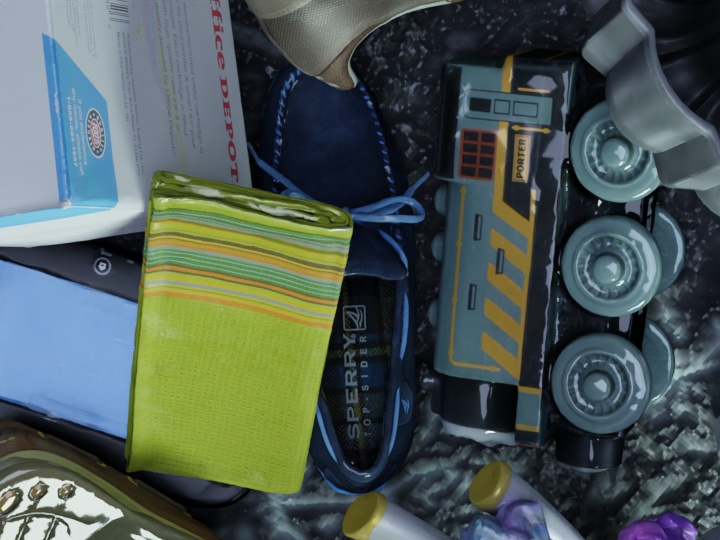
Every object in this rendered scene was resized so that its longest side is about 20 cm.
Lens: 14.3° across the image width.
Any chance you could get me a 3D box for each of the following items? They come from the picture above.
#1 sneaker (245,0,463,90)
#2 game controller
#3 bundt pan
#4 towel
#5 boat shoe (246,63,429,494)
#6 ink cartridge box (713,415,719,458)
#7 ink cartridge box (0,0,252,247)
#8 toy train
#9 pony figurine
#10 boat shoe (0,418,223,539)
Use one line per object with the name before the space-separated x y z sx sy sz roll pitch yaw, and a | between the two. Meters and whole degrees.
sneaker | 0.037 -0.164 1.287 0.200 0.070 0.076 -38 124 -3
game controller | -0.133 0.038 1.343 0.199 0.042 0.105 17 100 2
bundt pan | 0.176 -0.105 1.237 0.201 0.076 0.203 10 68 -27
towel | -0.057 0.034 1.243 0.086 0.018 0.200 12 140 1
boat shoe | 0.000 0.000 1.301 0.084 0.069 0.201 -13 89 -4
ink cartridge box | 0.267 0.038 1.293 0.116 0.068 0.200 39 102 -2
ink cartridge box | -0.139 -0.079 1.248 0.125 0.200 0.129 -8 86 22
toy train | 0.087 -0.010 1.300 0.113 0.085 0.201 7 101 16
pony figurine | 0.109 0.158 1.256 0.200 0.193 0.167 33 62 -23
boat shoe | -0.104 0.130 1.323 0.072 0.068 0.200 -44 123 11
